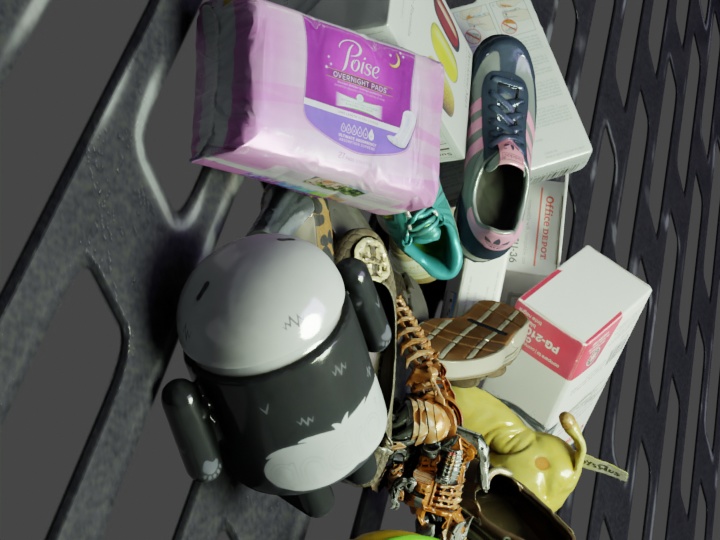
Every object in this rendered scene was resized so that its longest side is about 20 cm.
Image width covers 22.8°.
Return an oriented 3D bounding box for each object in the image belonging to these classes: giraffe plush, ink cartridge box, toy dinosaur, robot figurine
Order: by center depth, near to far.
[{"bbox_3d":[-0.053,0.071,1.231,0.151,0.124,0.201,-72,149,-52],"label":"robot figurine"},{"bbox_3d":[0.039,0.129,1.441,0.102,0.134,0.202,37,52,-62],"label":"toy dinosaur"},{"bbox_3d":[0.116,0.218,1.584,0.163,0.198,0.173,-60,145,-31],"label":"giraffe plush"},{"bbox_3d":[0.100,-0.166,1.622,0.047,0.159,0.202,116,-45,-67],"label":"ink cartridge box"},{"bbox_3d":[0.110,-0.015,1.721,0.176,0.044,0.202,-154,-105,-86],"label":"ink cartridge box"},{"bbox_3d":[0.186,0.097,1.744,0.144,0.084,0.201,-33,151,-48],"label":"ink cartridge box"},{"bbox_3d":[0.167,-0.015,1.818,0.201,0.067,0.117,94,3,-57],"label":"ink cartridge box"}]

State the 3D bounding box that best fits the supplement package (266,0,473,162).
[{"bbox_3d":[0.011,-0.183,1.473,0.200,0.108,0.115,53,38,-55],"label":"supplement package"}]

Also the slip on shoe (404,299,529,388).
[{"bbox_3d":[0.090,0.075,1.545,0.200,0.076,0.061,-27,139,-67],"label":"slip on shoe"}]

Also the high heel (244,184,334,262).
[{"bbox_3d":[-0.036,0.029,1.367,0.143,0.071,0.202,-65,145,-62],"label":"high heel"}]

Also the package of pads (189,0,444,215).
[{"bbox_3d":[-0.031,-0.119,1.304,0.199,0.075,0.122,13,76,-40],"label":"package of pads"}]

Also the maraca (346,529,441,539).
[{"bbox_3d":[0.033,0.261,1.380,0.199,0.107,0.138,5,121,-37],"label":"maraca"}]

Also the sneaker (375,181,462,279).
[{"bbox_3d":[0.041,-0.062,1.466,0.200,0.077,0.080,51,9,-53],"label":"sneaker"}]

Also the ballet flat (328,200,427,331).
[{"bbox_3d":[0.000,0.000,1.488,0.200,0.046,0.068,47,32,-54],"label":"ballet flat"}]

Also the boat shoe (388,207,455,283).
[{"bbox_3d":[0.061,-0.089,1.644,0.063,0.072,0.202,59,40,-57],"label":"boat shoe"}]

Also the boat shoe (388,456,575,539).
[{"bbox_3d":[0.105,0.183,1.469,0.074,0.202,0.075,-30,147,-36],"label":"boat shoe"}]

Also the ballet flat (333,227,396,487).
[{"bbox_3d":[0.006,0.065,1.380,0.067,0.046,0.202,10,77,-33],"label":"ballet flat"}]

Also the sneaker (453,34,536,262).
[{"bbox_3d":[0.125,-0.109,1.533,0.082,0.069,0.202,156,-61,-76],"label":"sneaker"}]
